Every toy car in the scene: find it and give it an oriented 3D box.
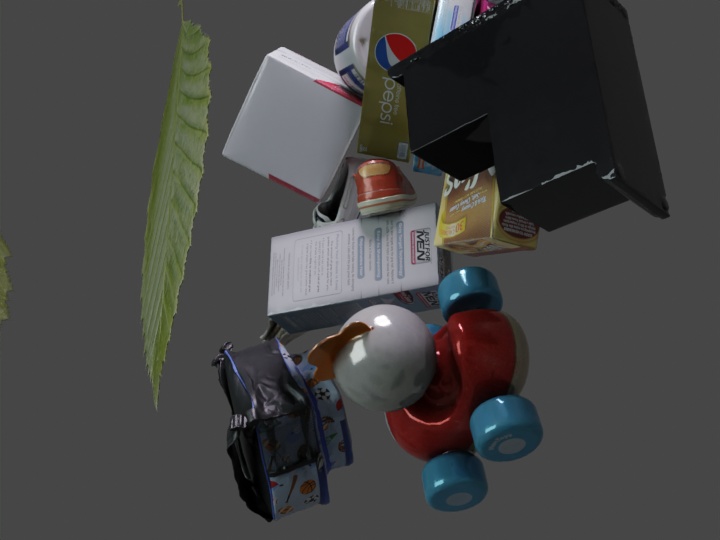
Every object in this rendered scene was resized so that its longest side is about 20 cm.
[{"bbox_3d":[0.035,0.096,0.852,0.177,0.199,0.185,-56,31,40],"label":"toy car"}]

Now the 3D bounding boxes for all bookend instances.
[{"bbox_3d":[0.132,-0.114,0.779,0.198,0.092,0.202,-24,59,36],"label":"bookend"}]

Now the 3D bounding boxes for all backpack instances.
[{"bbox_3d":[-0.094,0.197,1.134,0.200,0.153,0.192,-123,29,-63],"label":"backpack"}]

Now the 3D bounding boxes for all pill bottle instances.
[{"bbox_3d":[0.026,-0.273,1.155,0.200,0.110,0.112,-145,70,-77],"label":"pill bottle"}]

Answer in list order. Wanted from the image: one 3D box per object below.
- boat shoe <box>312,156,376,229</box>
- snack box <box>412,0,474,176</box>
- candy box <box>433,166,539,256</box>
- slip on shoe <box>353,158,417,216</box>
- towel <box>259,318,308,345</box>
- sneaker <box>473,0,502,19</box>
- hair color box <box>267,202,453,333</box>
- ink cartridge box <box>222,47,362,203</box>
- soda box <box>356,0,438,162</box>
[{"bbox_3d":[-0.033,-0.072,1.261,0.201,0.065,0.074,-64,27,28],"label":"boat shoe"},{"bbox_3d":[0.087,-0.200,0.974,0.200,0.037,0.117,93,-172,-67],"label":"snack box"},{"bbox_3d":[0.136,-0.119,0.914,0.115,0.055,0.202,-6,71,67],"label":"candy box"},{"bbox_3d":[0.025,-0.099,1.073,0.200,0.073,0.062,-48,-53,-83],"label":"slip on shoe"},{"bbox_3d":[-0.050,0.033,1.186,0.035,0.132,0.200,51,139,7],"label":"towel"},{"bbox_3d":[0.160,-0.261,0.908,0.200,0.087,0.082,107,174,-81],"label":"sneaker"},{"bbox_3d":[0.000,0.000,1.016,0.198,0.061,0.100,-11,61,21],"label":"hair color box"},{"bbox_3d":[-0.082,-0.204,1.260,0.145,0.144,0.200,-63,6,16],"label":"ink cartridge box"},{"bbox_3d":[0.041,-0.222,1.004,0.068,0.063,0.201,-73,-7,-50],"label":"soda box"}]
